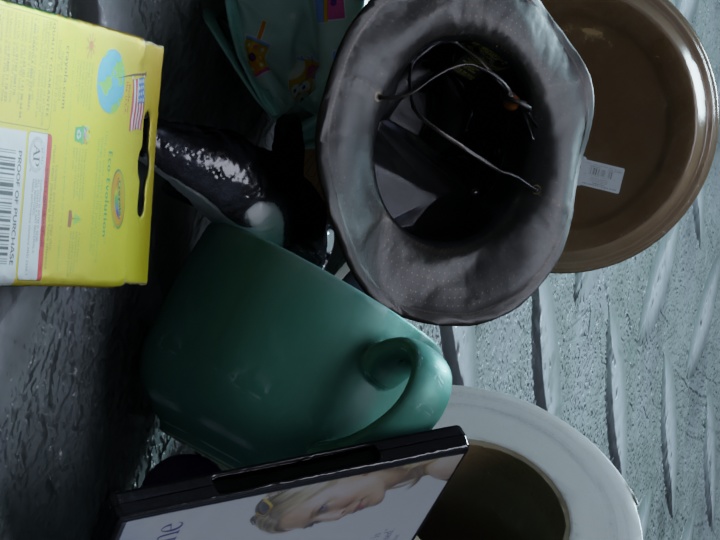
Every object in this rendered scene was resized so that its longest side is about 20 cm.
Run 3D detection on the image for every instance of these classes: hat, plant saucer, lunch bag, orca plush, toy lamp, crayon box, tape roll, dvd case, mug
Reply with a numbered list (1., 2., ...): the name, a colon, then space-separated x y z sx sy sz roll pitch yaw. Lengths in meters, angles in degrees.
1. hat: 0.035 -0.071 1.293 0.200 0.081 0.202 -2 94 -35
2. plant saucer: 0.129 -0.096 1.465 0.029 0.199 0.201 -74 167 -83
3. lunch bag: -0.015 -0.163 1.382 0.170 0.121 0.201 22 67 -72
4. orca plush: -0.067 -0.062 1.270 0.200 0.105 0.071 35 81 -39
5. toy lamp: -0.080 0.164 1.340 0.200 0.058 0.058 73 27 -66
6. crayon box: -0.155 -0.055 1.085 0.200 0.051 0.128 5 90 -72
7. tape roll: 0.058 0.188 1.406 0.203 0.202 0.140 -65 173 -47
8. dvd case: -0.052 0.140 1.198 0.018 0.199 0.143 65 -31 28
9. mug: -0.044 0.059 1.265 0.115 0.152 0.185 -61 -174 -7

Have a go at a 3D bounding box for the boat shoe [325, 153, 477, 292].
1. boat shoe: 0.000 0.000 1.403 0.200 0.062 0.075 -52 -155 20

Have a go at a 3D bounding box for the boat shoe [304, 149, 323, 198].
1. boat shoe: -0.009 0.011 1.494 0.063 0.073 0.201 52 32 -73

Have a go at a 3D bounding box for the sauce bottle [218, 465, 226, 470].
1. sauce bottle: -0.040 0.119 1.467 0.200 0.064 0.065 2 92 -74

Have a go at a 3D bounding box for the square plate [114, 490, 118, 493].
1. square plate: -0.127 0.257 1.286 0.200 0.028 0.199 69 30 -52
